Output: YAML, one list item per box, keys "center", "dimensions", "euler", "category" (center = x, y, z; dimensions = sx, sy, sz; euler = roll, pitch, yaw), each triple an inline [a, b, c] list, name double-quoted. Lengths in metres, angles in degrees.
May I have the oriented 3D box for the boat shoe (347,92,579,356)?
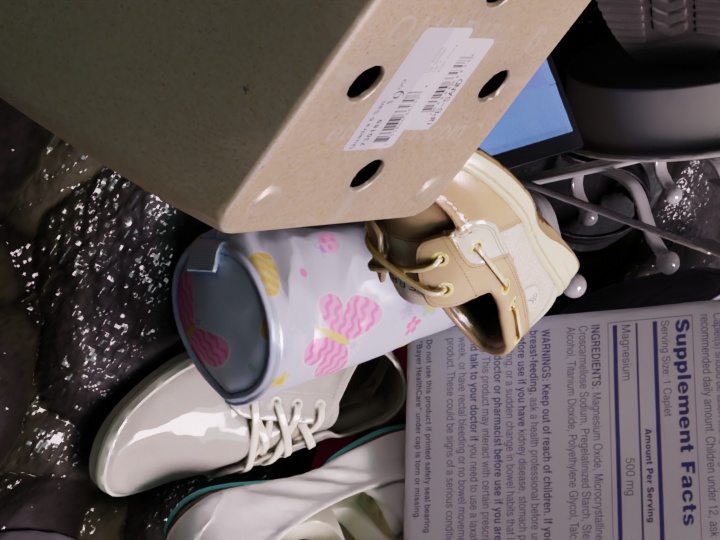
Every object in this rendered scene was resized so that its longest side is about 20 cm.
- center: [0.039, -0.014, 0.794]
  dimensions: [0.200, 0.074, 0.067]
  euler: [37, 79, -52]
  category: "boat shoe"

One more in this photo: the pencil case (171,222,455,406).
- center: [0.000, 0.000, 0.902]
  dimensions: [0.199, 0.083, 0.091]
  euler: [-21, 123, -39]
  category: "pencil case"

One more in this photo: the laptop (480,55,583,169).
- center: [0.047, -0.150, 0.819]
  dimensions: [0.176, 0.103, 0.201]
  euler: [-19, 140, -41]
  category: "laptop"

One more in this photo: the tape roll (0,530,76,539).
- center: [-0.187, 0.232, 0.880]
  dimensions: [0.200, 0.066, 0.201]
  euler: [-29, 136, -31]
  category: "tape roll"

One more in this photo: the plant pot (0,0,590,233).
- center: [-0.027, -0.124, 0.630]
  dimensions: [0.200, 0.177, 0.199]
  euler: [-52, 157, 26]
  category: "plant pot"

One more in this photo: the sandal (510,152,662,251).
- center: [0.129, -0.044, 1.044]
  dimensions: [0.200, 0.048, 0.076]
  euler: [5, 112, -50]
  category: "sandal"

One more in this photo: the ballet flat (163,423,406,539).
- center: [-0.016, 0.135, 0.936]
  dimensions: [0.199, 0.069, 0.070]
  euler: [-11, 125, -46]
  category: "ballet flat"

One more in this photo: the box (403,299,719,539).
- center: [0.130, 0.123, 0.933]
  dimensions: [0.105, 0.198, 0.185]
  euler: [43, 45, -60]
  category: "box"

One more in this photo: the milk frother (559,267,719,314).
- center: [0.194, 0.098, 1.174]
  dimensions: [0.180, 0.199, 0.190]
  euler: [-25, 105, -43]
  category: "milk frother"

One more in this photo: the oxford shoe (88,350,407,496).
- center: [-0.052, 0.073, 0.921]
  dimensions: [0.199, 0.058, 0.076]
  euler: [-17, 133, -38]
  category: "oxford shoe"

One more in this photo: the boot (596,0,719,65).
- center: [0.158, -0.218, 0.887]
  dimensions: [0.201, 0.077, 0.139]
  euler: [75, 24, -46]
  category: "boot"

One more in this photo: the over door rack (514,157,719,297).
- center: [0.178, -0.029, 0.929]
  dimensions: [0.147, 0.199, 0.067]
  euler: [-14, 101, -32]
  category: "over door rack"

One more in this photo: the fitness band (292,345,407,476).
- center: [0.018, 0.134, 1.068]
  dimensions: [0.143, 0.037, 0.201]
  euler: [-37, 141, -28]
  category: "fitness band"

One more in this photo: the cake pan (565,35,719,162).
- center: [0.202, -0.110, 0.968]
  dimensions: [0.199, 0.200, 0.037]
  euler: [-26, 113, -34]
  category: "cake pan"
